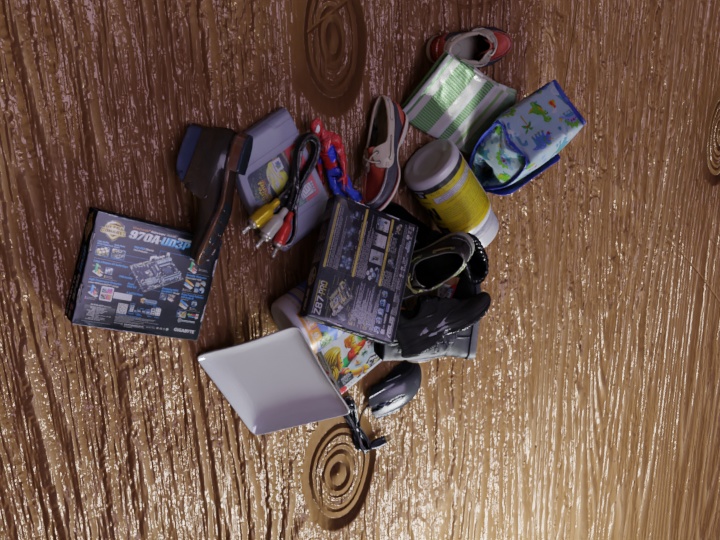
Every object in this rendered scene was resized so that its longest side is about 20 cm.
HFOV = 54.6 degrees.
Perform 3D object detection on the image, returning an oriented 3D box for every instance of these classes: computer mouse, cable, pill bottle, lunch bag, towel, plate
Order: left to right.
[{"bbox_3d":[-0.139,0.180,1.151,0.202,0.195,0.033,60,24,-30],"label":"plate"},{"bbox_3d":[-0.105,-0.114,1.102,0.097,0.050,0.202,39,81,-37],"label":"cable"},{"bbox_3d":[-0.046,0.052,1.196,0.198,0.111,0.114,-34,120,-23],"label":"pill bottle"},{"bbox_3d":[0.060,0.276,1.376,0.197,0.046,0.144,-27,116,-27],"label":"computer mouse"},{"bbox_3d":[0.174,-0.134,1.301,0.115,0.113,0.200,-50,125,-12],"label":"pill bottle"},{"bbox_3d":[0.178,-0.301,1.269,0.196,0.024,0.153,15,130,-38],"label":"towel"},{"bbox_3d":[0.302,-0.234,1.328,0.168,0.200,0.129,-34,86,-21],"label":"lunch bag"}]

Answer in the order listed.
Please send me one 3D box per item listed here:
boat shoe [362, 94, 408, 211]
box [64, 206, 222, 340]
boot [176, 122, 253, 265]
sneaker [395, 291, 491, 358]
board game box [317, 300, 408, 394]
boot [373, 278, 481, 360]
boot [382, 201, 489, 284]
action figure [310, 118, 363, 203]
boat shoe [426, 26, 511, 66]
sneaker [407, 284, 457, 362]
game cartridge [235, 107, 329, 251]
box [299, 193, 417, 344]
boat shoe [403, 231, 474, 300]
[{"bbox_3d":[0.033,-0.199,1.187,0.062,0.070,0.205,33,63,-46],"label":"boat shoe"},{"bbox_3d":[-0.316,0.010,1.030,0.196,0.046,0.164,12,95,-37],"label":"box"},{"bbox_3d":[-0.234,-0.117,1.029,0.095,0.075,0.205,20,84,2],"label":"boot"},{"bbox_3d":[0.145,0.076,1.239,0.196,0.076,0.093,-26,85,-18],"label":"sneaker"},{"bbox_3d":[0.008,0.117,1.301,0.198,0.034,0.128,-37,120,-22],"label":"board game box"},{"bbox_3d":[0.125,0.083,1.301,0.194,0.066,0.170,3,88,-15],"label":"boot"},{"bbox_3d":[0.127,-0.052,1.261,0.209,0.156,0.081,30,82,-37],"label":"boot"},{"bbox_3d":[-0.041,-0.161,1.170,0.052,0.064,0.204,-44,126,-36],"label":"action figure"},{"bbox_3d":[0.211,-0.408,1.275,0.196,0.062,0.073,-15,110,-33],"label":"boat shoe"},{"bbox_3d":[0.155,0.097,1.379,0.197,0.070,0.116,-26,121,-36],"label":"sneaker"},{"bbox_3d":[-0.132,-0.139,1.129,0.132,0.041,0.203,-36,121,-18],"label":"game cartridge"},{"bbox_3d":[0.000,0.000,1.136,0.158,0.049,0.206,18,77,-23],"label":"box"},{"bbox_3d":[0.108,0.002,1.212,0.072,0.199,0.061,50,33,-9],"label":"boat shoe"}]
